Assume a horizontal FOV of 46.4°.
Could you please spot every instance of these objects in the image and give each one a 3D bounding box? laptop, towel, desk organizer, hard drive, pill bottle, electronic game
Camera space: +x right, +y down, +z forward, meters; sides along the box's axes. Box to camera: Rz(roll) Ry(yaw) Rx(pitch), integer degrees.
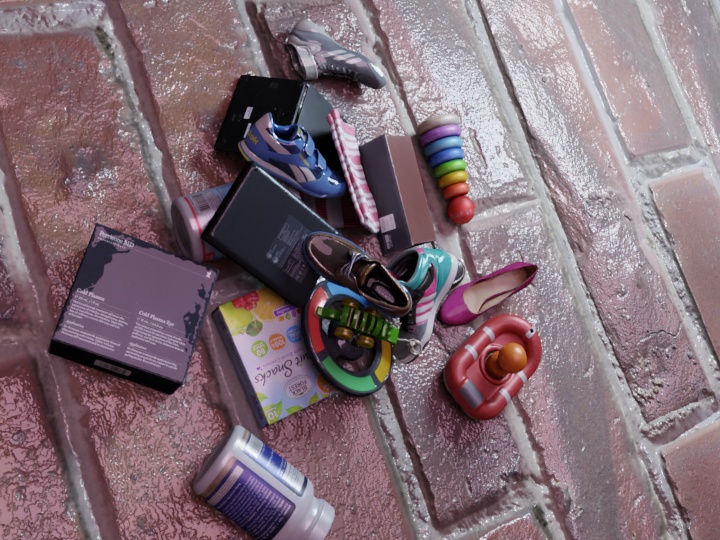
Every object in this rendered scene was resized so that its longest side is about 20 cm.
[{"bbox_3d":[-0.132,-0.237,1.473,0.195,0.104,0.180,7,56,8],"label":"laptop"},{"bbox_3d":[-0.007,-0.166,1.436,0.029,0.146,0.204,-18,86,8],"label":"towel"},{"bbox_3d":[0.067,-0.138,1.513,0.076,0.071,0.205,-9,83,-47],"label":"desk organizer"},{"bbox_3d":[-0.134,-0.054,1.314,0.199,0.033,0.141,38,76,-29],"label":"hard drive"},{"bbox_3d":[-0.141,0.335,1.249,0.199,0.116,0.117,40,62,-7],"label":"pill bottle"},{"bbox_3d":[-0.062,-0.147,1.492,0.196,0.023,0.147,3,73,-23],"label":"towel"},{"bbox_3d":[-0.019,0.108,1.384,0.198,0.041,0.204,26,51,-36],"label":"electronic game"},{"bbox_3d":[-0.197,-0.088,1.357,0.197,0.109,0.111,-19,81,-24],"label":"pill bottle"}]

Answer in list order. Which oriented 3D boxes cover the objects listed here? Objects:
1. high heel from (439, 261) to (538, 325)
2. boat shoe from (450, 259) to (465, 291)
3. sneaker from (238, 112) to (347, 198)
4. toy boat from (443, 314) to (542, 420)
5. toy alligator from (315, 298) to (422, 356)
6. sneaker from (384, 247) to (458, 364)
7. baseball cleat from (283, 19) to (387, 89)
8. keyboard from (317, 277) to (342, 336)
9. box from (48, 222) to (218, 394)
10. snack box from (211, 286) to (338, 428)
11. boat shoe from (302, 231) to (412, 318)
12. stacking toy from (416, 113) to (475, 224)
[{"bbox_3d":[0.231,0.036,1.521,0.198,0.096,0.068,-31,87,-29],"label":"high heel"},{"bbox_3d":[0.110,0.017,1.490,0.196,0.065,0.075,-15,82,-26],"label":"boat shoe"},{"bbox_3d":[-0.095,-0.181,1.350,0.197,0.083,0.074,24,22,-28],"label":"sneaker"},{"bbox_3d":[0.246,0.160,1.468,0.200,0.131,0.131,-41,92,-28],"label":"toy boat"},{"bbox_3d":[0.024,0.092,1.341,0.197,0.054,0.060,22,72,-17],"label":"toy alligator"},{"bbox_3d":[0.076,0.049,1.401,0.119,0.083,0.204,22,93,-34],"label":"sneaker"},{"bbox_3d":[-0.051,-0.375,1.552,0.198,0.070,0.108,33,70,-1],"label":"baseball cleat"},{"bbox_3d":[-0.085,0.021,1.434,0.056,0.011,0.202,-32,88,-29],"label":"keyboard"},{"bbox_3d":[-0.336,0.061,1.256,0.197,0.104,0.186,22,67,-16],"label":"box"},{"bbox_3d":[-0.135,0.129,1.352,0.140,0.053,0.203,-21,83,-28],"label":"snack box"},{"bbox_3d":[0.000,0.000,1.308,0.198,0.072,0.073,31,80,-4],"label":"boat shoe"},{"bbox_3d":[0.167,-0.185,1.580,0.084,0.085,0.205,-10,84,-26],"label":"stacking toy"}]
